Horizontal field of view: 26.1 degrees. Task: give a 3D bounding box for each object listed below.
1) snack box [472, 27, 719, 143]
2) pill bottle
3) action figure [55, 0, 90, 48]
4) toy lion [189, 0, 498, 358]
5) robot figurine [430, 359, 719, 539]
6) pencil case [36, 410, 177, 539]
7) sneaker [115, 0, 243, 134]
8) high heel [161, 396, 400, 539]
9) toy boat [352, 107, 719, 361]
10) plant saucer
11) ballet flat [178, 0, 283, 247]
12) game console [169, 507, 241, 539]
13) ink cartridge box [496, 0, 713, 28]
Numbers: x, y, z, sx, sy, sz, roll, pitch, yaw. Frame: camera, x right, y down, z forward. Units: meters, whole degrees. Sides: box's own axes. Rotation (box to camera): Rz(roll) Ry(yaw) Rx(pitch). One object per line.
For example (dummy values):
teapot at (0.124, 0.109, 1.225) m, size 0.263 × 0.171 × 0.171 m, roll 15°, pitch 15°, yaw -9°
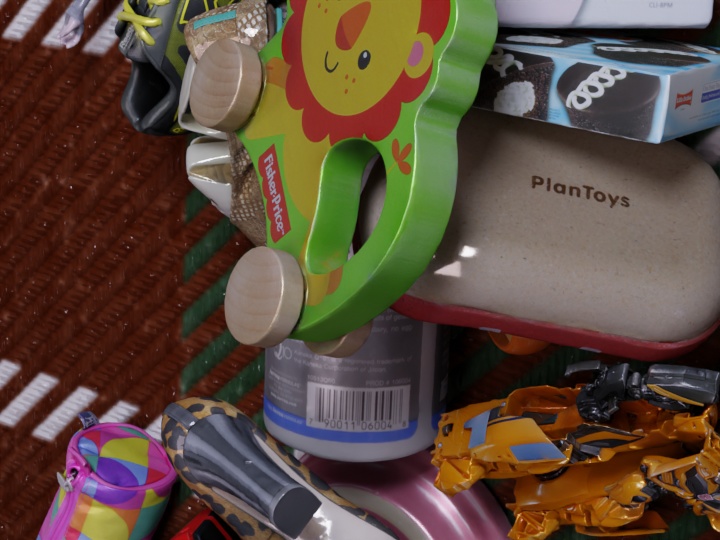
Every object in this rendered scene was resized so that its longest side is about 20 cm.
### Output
snack box at (0.095, -0.109, 0.825) m, size 0.198 × 0.116 × 0.038 m, roll 15°, pitch 110°, yaw 32°
pill bottle at (0.000, 0.000, 0.921) m, size 0.113 × 0.113 × 0.203 m, roll 13°, pitch 108°, yaw 33°
action figure at (-0.176, -0.249, 1.020) m, size 0.199 × 0.149 × 0.134 m, roll 38°, pitch 152°, yaw 2°
toy lion at (0.000, -0.083, 0.753) m, size 0.191 × 0.068 × 0.202 m, roll -37°, pitch 54°, yaw 40°
robot figurine at (0.142, 0.104, 0.842) m, size 0.199 × 0.145 × 0.059 m, roll -14°, pitch 50°, yaw 45°
pencil case at (-0.201, 0.202, 1.135) m, size 0.088 × 0.088 × 0.202 m, roll 35°, pitch 120°, yaw 24°
sneaker at (-0.104, -0.162, 0.933) m, size 0.074 × 0.084 × 0.202 m, roll 38°, pitch 139°, yaw 39°
high heel at (-0.041, 0.154, 0.936) m, size 0.142 × 0.071 × 0.201 m, roll 30°, pitch 159°, yaw 46°
toy boat at (0.092, -0.003, 0.832) m, size 0.198 × 0.132 × 0.131 m, roll 11°, pitch 142°, yaw -2°
plant saucer at (0.013, 0.204, 1.000) m, size 0.199 × 0.051 × 0.203 m, roll 10°, pitch 107°, yaw 33°
ballet flat at (-0.077, -0.084, 0.942) m, size 0.064 × 0.071 × 0.201 m, roll -1°, pitch 138°, yaw -2°
game console at (-0.037, 0.224, 0.897) m, size 0.031 × 0.177 × 0.200 m, roll -40°, pitch 87°, yaw -1°
ink cartridge box at (0.101, -0.226, 0.786) m, size 0.160 × 0.057 × 0.202 m, roll 1°, pitch 108°, yaw 0°
